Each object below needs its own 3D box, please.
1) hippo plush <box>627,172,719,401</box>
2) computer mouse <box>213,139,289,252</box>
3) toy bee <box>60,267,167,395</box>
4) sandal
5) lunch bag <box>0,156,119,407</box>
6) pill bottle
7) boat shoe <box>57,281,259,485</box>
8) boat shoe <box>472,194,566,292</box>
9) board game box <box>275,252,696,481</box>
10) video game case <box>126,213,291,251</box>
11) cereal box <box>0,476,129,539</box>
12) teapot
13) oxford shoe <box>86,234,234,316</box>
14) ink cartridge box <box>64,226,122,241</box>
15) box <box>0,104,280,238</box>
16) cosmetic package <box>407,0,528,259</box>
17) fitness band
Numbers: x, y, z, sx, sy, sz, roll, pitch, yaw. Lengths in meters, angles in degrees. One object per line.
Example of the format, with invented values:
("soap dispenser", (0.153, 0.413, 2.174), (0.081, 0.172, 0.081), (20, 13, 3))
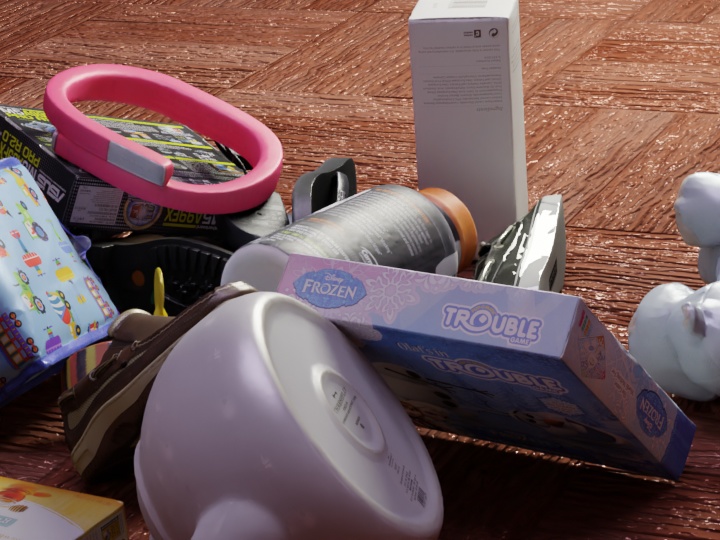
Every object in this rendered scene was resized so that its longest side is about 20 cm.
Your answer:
("hippo plush", (0.272, 0.034, 1.422), (0.200, 0.159, 0.161), (-2, 46, 54))
("computer mouse", (-0.094, -0.062, 1.683), (0.059, 0.034, 0.200), (8, 31, -16))
("toy bee", (-0.112, 0.050, 1.421), (0.200, 0.109, 0.131), (-29, 63, -5))
("sandal", (-0.020, -0.048, 1.692), (0.043, 0.076, 0.200), (1, 21, 11))
("lunch bag", (-0.244, 0.001, 1.507), (0.094, 0.151, 0.200), (-35, -1, 27))
("pill bottle", (0.000, 0.000, 1.564), (0.106, 0.106, 0.200), (13, 27, 39))
("boat shoe", (-0.132, 0.056, 1.324), (0.075, 0.075, 0.202), (-7, -28, -47))
("boat shoe", (0.117, -0.005, 1.602), (0.064, 0.071, 0.200), (1, 23, 13))
("board game box", (0.078, 0.060, 1.301), (0.200, 0.199, 0.043), (9, 69, 33))
("video game case", (-0.102, -0.017, 1.761), (0.200, 0.019, 0.143), (2, 21, 20))
("cereal box", (-0.249, 0.179, 1.232), (0.144, 0.040, 0.200), (7, 24, 30))
("teapot", (-0.058, 0.118, 1.208), (0.200, 0.146, 0.198), (28, 30, -53))
("oxford shoe", (-0.137, 0.002, 1.644), (0.200, 0.073, 0.084), (11, 17, 29))
("ink cartridge box", (-0.284, -0.043, 1.821), (0.200, 0.042, 0.119), (-15, 19, -18))
("box", (-0.189, -0.079, 1.733), (0.200, 0.044, 0.160), (4, 22, -40))
("cosmetic package", (0.090, -0.118, 1.724), (0.085, 0.200, 0.108), (0, 18, 8))
("fitness band", (-0.155, -0.104, 1.662), (0.200, 0.037, 0.144), (29, 30, 22))
